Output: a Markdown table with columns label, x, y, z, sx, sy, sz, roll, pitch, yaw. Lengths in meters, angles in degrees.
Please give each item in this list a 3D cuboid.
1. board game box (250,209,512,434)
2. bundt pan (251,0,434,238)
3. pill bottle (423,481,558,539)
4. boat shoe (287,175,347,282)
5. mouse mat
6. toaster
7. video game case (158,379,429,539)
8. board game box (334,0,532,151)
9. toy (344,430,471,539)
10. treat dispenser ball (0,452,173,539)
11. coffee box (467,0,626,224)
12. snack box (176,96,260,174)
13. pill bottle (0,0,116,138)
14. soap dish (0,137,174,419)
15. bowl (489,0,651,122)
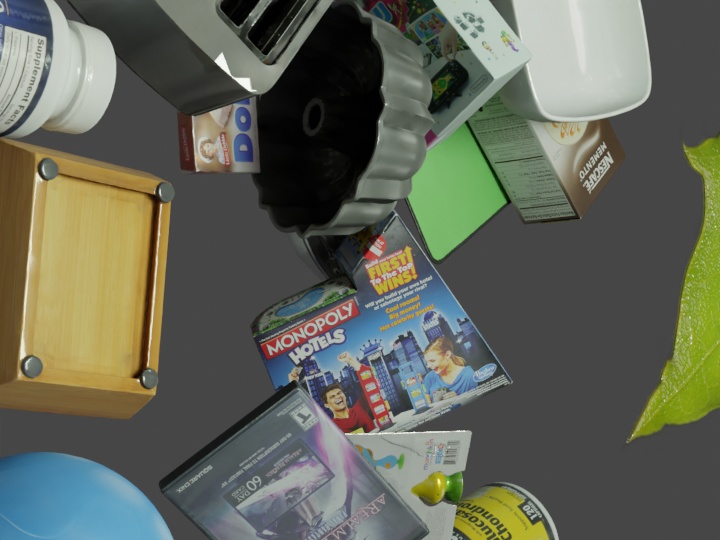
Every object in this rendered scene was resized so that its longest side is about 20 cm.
| label | x | y | z | sx | sy | sz | roll | pitch | yaw |
| --- | --- | --- | --- | --- | --- | --- | --- | --- | --- |
| board game box | 0.008 | 0.047 | 1.383 | 0.200 | 0.062 | 0.200 | -23 | 115 | -7 |
| bundt pan | -0.010 | -0.123 | 1.325 | 0.076 | 0.202 | 0.202 | 8 | 81 | -35 |
| pill bottle | 0.087 | 0.280 | 1.466 | 0.200 | 0.112 | 0.112 | -22 | 103 | -45 |
| boat shoe | 0.000 | 0.000 | 1.430 | 0.070 | 0.066 | 0.200 | -42 | 116 | -40 |
| mouse mat | 0.100 | -0.118 | 1.585 | 0.200 | 0.008 | 0.161 | -39 | 114 | -39 |
| toaster | -0.130 | -0.236 | 1.251 | 0.181 | 0.119 | 0.200 | 45 | 63 | -25 |
| video game case | -0.052 | 0.200 | 1.332 | 0.143 | 0.019 | 0.200 | -37 | 119 | 4 |
| board game box | 0.034 | -0.215 | 1.374 | 0.064 | 0.148 | 0.200 | -34 | 85 | -40 |
| toy | -0.010 | 0.182 | 1.373 | 0.200 | 0.047 | 0.115 | 3 | 113 | -16 |
| treat dispenser ball | -0.221 | 0.226 | 1.091 | 0.201 | 0.201 | 0.201 | 4 | 84 | -46 |
| coffee box | 0.176 | -0.160 | 1.604 | 0.114 | 0.080 | 0.200 | -50 | 120 | -35 |
| snack box | -0.125 | -0.182 | 1.344 | 0.072 | 0.024 | 0.200 | -3 | 89 | -44 |
| pill bottle | -0.277 | -0.156 | 1.124 | 0.200 | 0.111 | 0.111 | 11 | 80 | -45 |
| soap dish | -0.219 | 0.007 | 1.194 | 0.157 | 0.081 | 0.200 | 12 | 77 | -45 |
| bowl | 0.185 | -0.237 | 1.514 | 0.200 | 0.075 | 0.200 | -14 | 92 | -44 |
